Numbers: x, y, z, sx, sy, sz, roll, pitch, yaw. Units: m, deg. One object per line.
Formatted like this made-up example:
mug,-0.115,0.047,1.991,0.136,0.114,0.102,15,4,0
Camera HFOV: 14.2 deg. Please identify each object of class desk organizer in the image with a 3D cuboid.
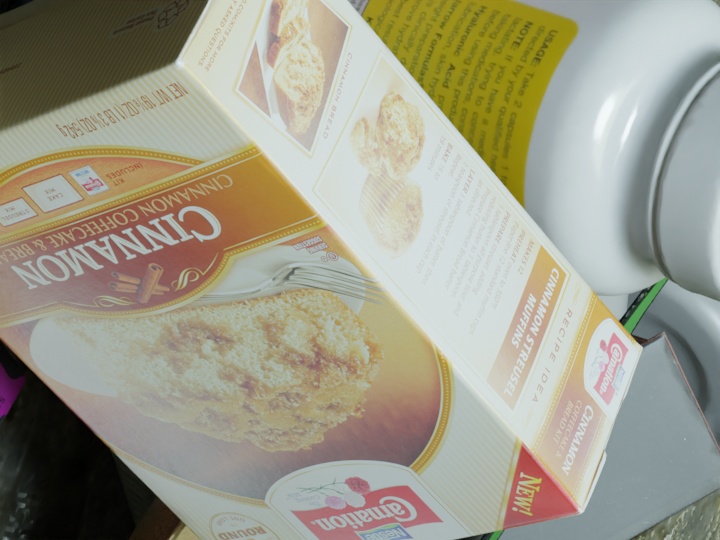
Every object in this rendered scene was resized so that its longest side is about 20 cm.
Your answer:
desk organizer,0.048,0.101,1.234,0.199,0.077,0.072,-29,99,-9

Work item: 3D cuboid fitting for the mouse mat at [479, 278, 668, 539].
mouse mat,0.066,0.076,1.105,0.201,0.008,0.161,-58,174,6

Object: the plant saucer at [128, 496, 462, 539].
plant saucer,-0.036,0.117,1.094,0.200,0.035,0.201,-35,143,-32

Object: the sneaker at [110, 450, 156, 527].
sneaker,-0.054,0.039,1.107,0.085,0.075,0.201,-44,147,-29

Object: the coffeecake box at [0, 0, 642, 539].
coffeecake box,-0.034,0.000,0.908,0.200,0.153,0.073,48,47,-27

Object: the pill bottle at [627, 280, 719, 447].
pill bottle,0.193,-0.005,1.374,0.200,0.114,0.115,-39,134,-36

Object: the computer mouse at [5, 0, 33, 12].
computer mouse,-0.084,-0.148,0.984,0.034,0.058,0.201,-50,151,-76

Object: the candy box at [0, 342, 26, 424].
candy box,-0.197,0.027,0.904,0.137,0.061,0.200,-62,144,-26

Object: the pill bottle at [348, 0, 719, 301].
pill bottle,0.066,-0.056,1.011,0.111,0.199,0.112,-27,127,-41

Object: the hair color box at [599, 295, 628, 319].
hair color box,0.073,-0.068,1.230,0.100,0.060,0.201,-21,122,-48
